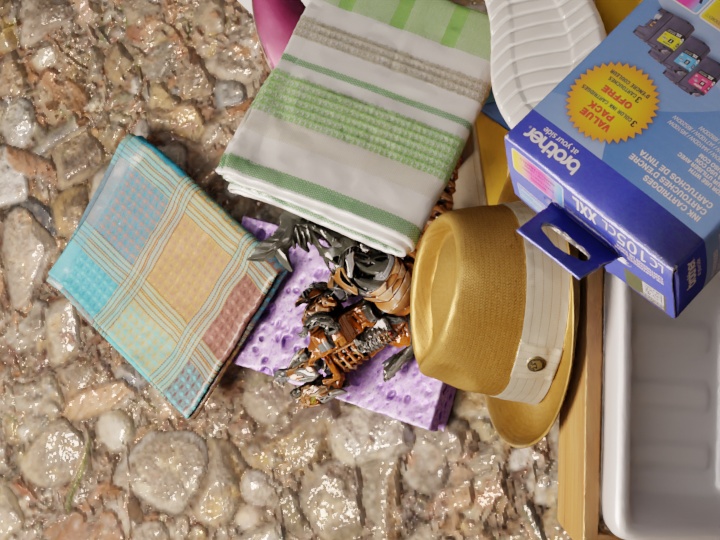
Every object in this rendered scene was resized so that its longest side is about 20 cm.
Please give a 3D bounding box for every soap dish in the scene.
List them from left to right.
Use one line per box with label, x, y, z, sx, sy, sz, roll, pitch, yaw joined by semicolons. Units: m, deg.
soap dish;0.199;0.081;1.098;0.081;0.157;0.201;-10;76;62

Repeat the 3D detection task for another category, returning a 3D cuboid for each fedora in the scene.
fedora;0.081;0.020;1.122;0.081;0.201;0.202;1;81;-12

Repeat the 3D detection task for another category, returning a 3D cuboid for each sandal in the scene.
sandal;0.126;-0.164;1.147;0.082;0.050;0.204;-23;57;23

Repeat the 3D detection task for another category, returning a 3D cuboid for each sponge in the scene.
sponge;-0.014;0.038;1.272;0.199;0.030;0.112;17;90;27

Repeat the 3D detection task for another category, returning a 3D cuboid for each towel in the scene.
towel;-0.155;0.001;1.329;0.200;0.022;0.147;41;106;33
towel;0.007;-0.115;1.190;0.149;0.031;0.201;22;64;9

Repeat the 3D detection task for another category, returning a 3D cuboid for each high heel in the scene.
high heel;-0.004;-0.144;1.248;0.096;0.067;0.201;-24;99;25

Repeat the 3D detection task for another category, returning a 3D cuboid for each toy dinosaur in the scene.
toy dinosaur;0.000;0.000;1.217;0.136;0.102;0.200;38;81;0

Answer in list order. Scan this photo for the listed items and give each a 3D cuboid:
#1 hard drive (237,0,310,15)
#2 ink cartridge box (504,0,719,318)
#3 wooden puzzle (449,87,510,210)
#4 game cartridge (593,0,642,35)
hard drive;0.009;-0.248;1.303;0.132;0.025;0.200;44;102;24
ink cartridge box;0.180;-0.070;1.011;0.136;0.076;0.200;40;79;24
wooden puzzle;0.146;-0.103;1.210;0.199;0.037;0.186;-12;78;24
game cartridge;0.186;-0.184;1.144;0.200;0.032;0.177;-25;69;38
